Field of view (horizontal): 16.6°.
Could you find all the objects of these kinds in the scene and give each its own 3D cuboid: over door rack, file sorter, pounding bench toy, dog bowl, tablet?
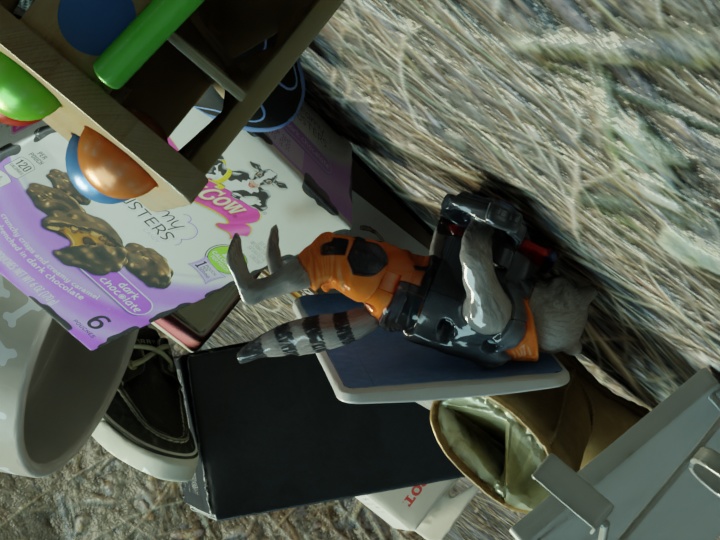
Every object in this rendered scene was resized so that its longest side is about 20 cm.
[{"bbox_3d":[0.156,0.077,1.077,0.067,0.148,0.200,37,173,23],"label":"over door rack"},{"bbox_3d":[0.195,0.173,1.389,0.125,0.139,0.200,49,178,29],"label":"file sorter"},{"bbox_3d":[-0.086,-0.113,1.059,0.124,0.156,0.200,40,172,-10],"label":"pounding bench toy"},{"bbox_3d":[-0.204,0.044,1.618,0.058,0.201,0.200,20,167,14],"label":"dog bowl"},{"bbox_3d":[0.037,0.041,1.419,0.129,0.014,0.200,-4,-164,-8],"label":"tablet"}]

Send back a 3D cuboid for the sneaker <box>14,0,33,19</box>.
[{"bbox_3d":[-0.176,-0.176,1.455,0.074,0.081,0.200,6,164,13],"label":"sneaker"}]

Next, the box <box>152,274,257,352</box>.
[{"bbox_3d":[-0.123,-0.023,1.829,0.109,0.128,0.200,38,173,-1],"label":"box"}]

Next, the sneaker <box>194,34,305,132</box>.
[{"bbox_3d":[-0.096,-0.139,1.271,0.200,0.070,0.078,43,177,-25],"label":"sneaker"}]

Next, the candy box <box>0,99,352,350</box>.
[{"bbox_3d":[-0.130,-0.058,1.444,0.168,0.199,0.072,44,-148,-38],"label":"candy box"}]

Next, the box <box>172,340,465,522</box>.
[{"bbox_3d":[-0.033,0.106,1.813,0.197,0.199,0.125,173,88,-80],"label":"box"}]

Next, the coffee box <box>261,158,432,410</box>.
[{"bbox_3d":[0.000,0.000,1.583,0.200,0.080,0.114,44,170,-32],"label":"coffee box"}]

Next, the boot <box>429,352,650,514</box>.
[{"bbox_3d":[0.123,0.112,1.463,0.175,0.066,0.200,39,-166,2],"label":"boot"}]

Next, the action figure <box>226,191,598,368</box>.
[{"bbox_3d":[0.035,0.016,1.374,0.192,0.105,0.200,8,171,9],"label":"action figure"}]

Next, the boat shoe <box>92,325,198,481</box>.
[{"bbox_3d":[-0.165,0.071,1.732,0.070,0.064,0.200,9,-152,-39],"label":"boat shoe"}]

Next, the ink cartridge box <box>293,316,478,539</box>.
[{"bbox_3d":[0.015,0.116,1.993,0.200,0.129,0.125,39,172,-2],"label":"ink cartridge box"}]
